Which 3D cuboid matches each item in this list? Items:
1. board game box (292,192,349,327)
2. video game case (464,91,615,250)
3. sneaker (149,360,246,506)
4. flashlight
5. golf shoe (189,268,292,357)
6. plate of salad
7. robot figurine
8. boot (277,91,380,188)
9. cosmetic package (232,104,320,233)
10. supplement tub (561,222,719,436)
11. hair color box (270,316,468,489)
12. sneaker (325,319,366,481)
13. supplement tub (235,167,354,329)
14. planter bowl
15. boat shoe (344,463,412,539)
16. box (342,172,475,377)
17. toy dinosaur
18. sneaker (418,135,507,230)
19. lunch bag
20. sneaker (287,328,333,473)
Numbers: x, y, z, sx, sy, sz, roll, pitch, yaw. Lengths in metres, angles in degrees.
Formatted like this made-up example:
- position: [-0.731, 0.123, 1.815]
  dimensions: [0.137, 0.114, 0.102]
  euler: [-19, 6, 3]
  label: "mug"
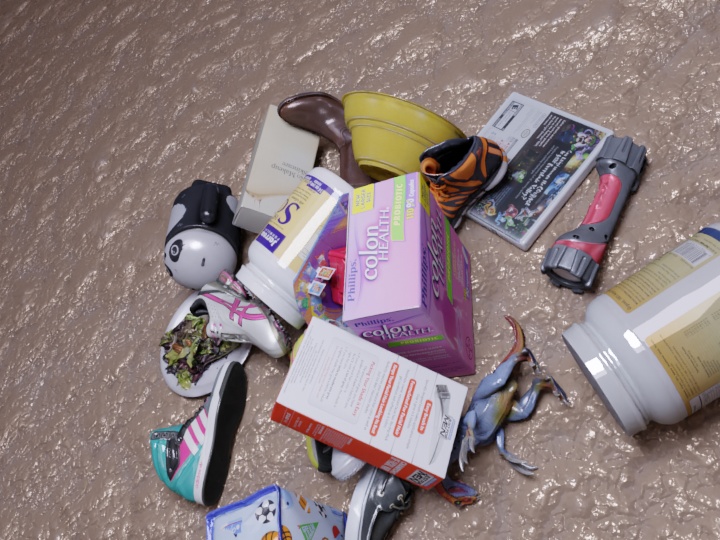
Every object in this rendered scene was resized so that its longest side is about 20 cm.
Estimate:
- position: [0.000, 0.000, 0.870]
  dimensions: [0.039, 0.158, 0.202]
  euler: [15, 70, 46]
  label: "board game box"
- position: [0.226, -0.147, 0.913]
  dimensions: [0.201, 0.023, 0.181]
  euler: [-50, 50, -4]
  label: "video game case"
- position: [-0.242, 0.228, 0.939]
  dimensions: [0.118, 0.084, 0.204]
  euler: [2, 65, 21]
  label: "sneaker"
- position: [0.292, -0.075, 0.801]
  dimensions: [0.067, 0.068, 0.203]
  euler: [18, 75, 31]
  label: "flashlight"
- position: [-0.175, 0.080, 0.942]
  dimensions: [0.092, 0.073, 0.199]
  euler: [-42, 46, -17]
  label: "golf shoe"
- position: [-0.253, 0.102, 1.036]
  dimensions: [0.196, 0.048, 0.204]
  euler: [-14, 57, 23]
  label: "plate of salad"
- position: [-0.263, -0.062, 1.076]
  dimensions: [0.122, 0.151, 0.203]
  euler: [-16, 47, 13]
  label: "robot figurine"
- position: [-0.037, -0.186, 1.018]
  dimensions: [0.182, 0.065, 0.203]
  euler: [1, 57, -14]
  label: "boot"
- position: [-0.136, -0.161, 1.074]
  dimensions: [0.073, 0.102, 0.204]
  euler: [137, 146, -59]
  label: "cosmetic package"
- position: [0.322, 0.063, 0.653]
  dimensions: [0.198, 0.144, 0.146]
  euler: [-34, 51, 9]
  label: "supplement tub"
- position: [0.011, 0.149, 0.722]
  dimensions: [0.197, 0.064, 0.112]
  euler: [24, 57, -1]
  label: "hair color box"
- position: [-0.025, 0.151, 0.793]
  dimensions: [0.075, 0.114, 0.202]
  euler: [-47, 15, 43]
  label: "sneaker"
- position: [-0.074, -0.032, 0.943]
  dimensions: [0.145, 0.145, 0.201]
  euler: [34, 83, 39]
  label: "supplement tub"
- position: [0.051, -0.172, 0.926]
  dimensions: [0.198, 0.199, 0.085]
  euler: [18, 86, 36]
  label: "planter bowl"
- position: [0.036, 0.254, 0.764]
  dimensions: [0.056, 0.069, 0.203]
  euler: [5, 64, 32]
  label: "boat shoe"
- position: [0.066, 0.016, 0.797]
  dimensions: [0.095, 0.200, 0.179]
  euler: [-12, 57, 24]
  label: "box"
- position: [0.153, 0.181, 0.755]
  dimensions: [0.181, 0.105, 0.201]
  euler: [-41, 15, 16]
  label: "toy dinosaur"
- position: [0.102, -0.108, 0.879]
  dimensions: [0.201, 0.111, 0.078]
  euler: [-51, 53, 23]
  label: "sneaker"
- position: [-0.080, 0.365, 0.700]
  dimensions: [0.122, 0.170, 0.203]
  euler: [-28, 53, 17]
  label: "lunch bag"
- position: [-0.060, 0.176, 0.870]
  dimensions: [0.090, 0.077, 0.203]
  euler: [-34, 47, 35]
  label: "sneaker"
